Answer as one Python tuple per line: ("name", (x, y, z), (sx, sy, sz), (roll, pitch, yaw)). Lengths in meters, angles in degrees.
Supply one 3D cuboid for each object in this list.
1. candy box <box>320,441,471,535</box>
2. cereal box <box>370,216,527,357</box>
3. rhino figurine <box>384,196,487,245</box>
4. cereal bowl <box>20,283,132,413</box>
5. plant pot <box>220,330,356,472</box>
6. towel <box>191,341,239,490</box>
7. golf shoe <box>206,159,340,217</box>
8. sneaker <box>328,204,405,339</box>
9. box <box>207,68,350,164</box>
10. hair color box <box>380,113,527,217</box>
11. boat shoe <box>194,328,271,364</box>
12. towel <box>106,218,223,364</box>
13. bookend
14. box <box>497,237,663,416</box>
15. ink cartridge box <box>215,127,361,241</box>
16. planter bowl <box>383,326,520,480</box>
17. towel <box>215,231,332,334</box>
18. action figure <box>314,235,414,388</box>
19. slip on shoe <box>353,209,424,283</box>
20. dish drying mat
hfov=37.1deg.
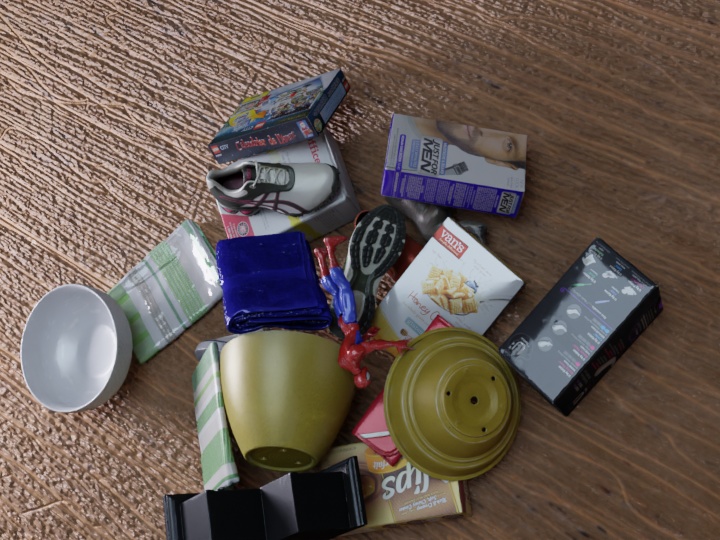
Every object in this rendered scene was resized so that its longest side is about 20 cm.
("candy box", (0.046, 0.291, 1.474), (0.197, 0.055, 0.117), (-12, 70, 16))
("cereal box", (0.117, 0.047, 1.499), (0.143, 0.039, 0.201), (40, 101, 14))
("rhino figurine", (0.113, -0.088, 1.564), (0.087, 0.060, 0.200), (-44, 65, -1))
("cereal bowl", (-0.434, 0.125, 1.685), (0.197, 0.083, 0.204), (-5, 79, 27))
("plant pot", (-0.103, 0.191, 1.467), (0.197, 0.201, 0.144), (-6, 59, 19))
("towel", (-0.212, 0.225, 1.557), (0.023, 0.153, 0.203), (-2, 68, -21))
("golf shoe", (-0.128, -0.123, 1.559), (0.197, 0.088, 0.079), (-7, 71, 17))
("sneaker", (0.000, 0.000, 1.526), (0.076, 0.089, 0.202), (25, 84, -11))
("box", (-0.125, -0.236, 1.647), (0.198, 0.038, 0.137), (-10, 35, 34))
("hair color box", (0.133, -0.150, 1.519), (0.197, 0.065, 0.111), (10, 54, -1))
("boat shoe", (-0.152, 0.119, 1.605), (0.197, 0.071, 0.070), (1, 47, 25))
("towel", (-0.309, 0.031, 1.704), (0.199, 0.031, 0.150), (-40, 64, 6))
("bookend", (-0.129, 0.316, 1.412), (0.198, 0.197, 0.094), (-36, 58, 49))
("box", (0.291, 0.077, 1.410), (0.106, 0.122, 0.200), (42, 91, 25))
("ink cartridge box", (-0.113, -0.115, 1.644), (0.198, 0.083, 0.147), (-25, 67, 12))
("planter bowl", (0.135, 0.171, 1.394), (0.197, 0.083, 0.204), (3, 80, -17))
("towel", (-0.126, 0.011, 1.510), (0.145, 0.050, 0.201), (-1, 34, -13))
("action figure", (0.005, 0.057, 1.433), (0.097, 0.065, 0.203), (-2, 71, -24))
("slip on shoe", (0.062, -0.021, 1.562), (0.200, 0.061, 0.074), (41, 88, 24))
("dish drying mat", (0.075, 0.163, 1.457), (0.076, 0.018, 0.201), (36, 86, 11))
